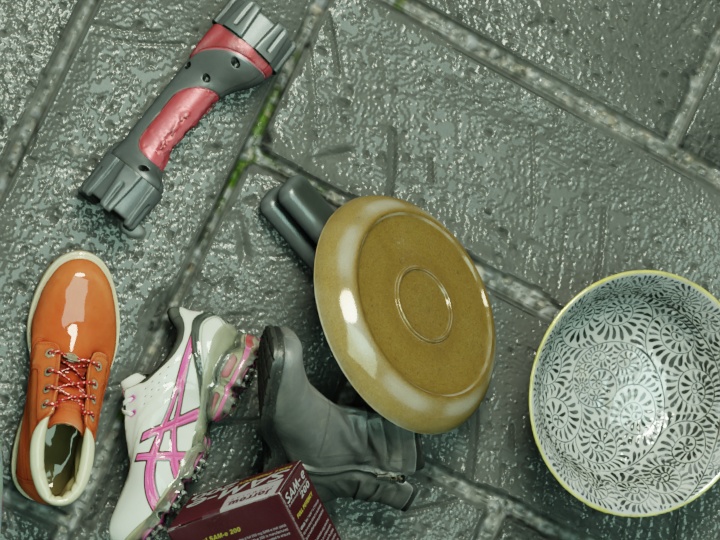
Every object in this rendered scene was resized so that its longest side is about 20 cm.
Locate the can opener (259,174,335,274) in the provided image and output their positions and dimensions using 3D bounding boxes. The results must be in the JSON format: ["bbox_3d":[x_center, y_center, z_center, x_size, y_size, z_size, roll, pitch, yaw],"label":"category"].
[{"bbox_3d":[0.000,0.000,1.741,0.200,0.052,0.067,45,48,-15],"label":"can opener"}]

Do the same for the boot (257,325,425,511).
[{"bbox_3d":[-0.015,0.114,1.682,0.130,0.070,0.201,-2,139,-2],"label":"boot"}]

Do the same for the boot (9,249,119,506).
[{"bbox_3d":[-0.223,0.085,1.650,0.074,0.107,0.202,8,90,-14],"label":"boot"}]

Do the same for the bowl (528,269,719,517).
[{"bbox_3d":[0.219,0.098,1.778,0.199,0.094,0.203,-1,94,-15],"label":"bowl"}]

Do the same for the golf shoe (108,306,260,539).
[{"bbox_3d":[-0.157,0.127,1.695,0.092,0.073,0.201,27,80,3],"label":"golf shoe"}]

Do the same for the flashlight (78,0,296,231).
[{"bbox_3d":[-0.135,-0.121,1.679,0.068,0.068,0.201,38,82,-10],"label":"flashlight"}]

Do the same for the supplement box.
[{"bbox_3d":[-0.056,0.261,1.679,0.108,0.061,0.201,-20,105,23],"label":"supplement box"}]

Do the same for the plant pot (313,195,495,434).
[{"bbox_3d":[0.044,0.030,1.698,0.199,0.027,0.202,24,54,-37],"label":"plant pot"}]

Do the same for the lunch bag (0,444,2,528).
[{"bbox_3d":[-0.323,0.220,1.597,0.121,0.170,0.202,2,94,-8],"label":"lunch bag"}]
